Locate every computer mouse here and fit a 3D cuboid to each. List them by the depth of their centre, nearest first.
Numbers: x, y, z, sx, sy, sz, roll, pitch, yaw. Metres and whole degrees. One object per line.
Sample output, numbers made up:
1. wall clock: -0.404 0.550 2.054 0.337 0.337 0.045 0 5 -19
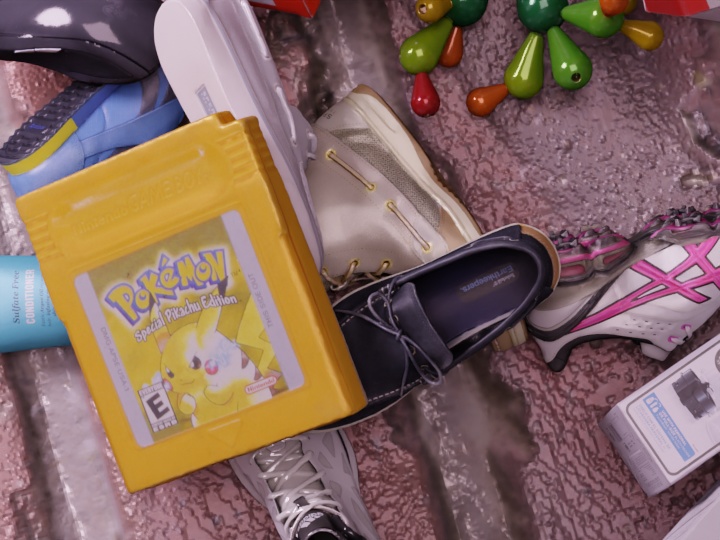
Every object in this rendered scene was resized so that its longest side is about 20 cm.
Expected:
1. computer mouse: -0.224 -0.147 1.666 0.199 0.046 0.141 17 63 22

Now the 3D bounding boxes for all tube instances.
1. tube: -0.209 0.020 1.688 0.198 0.050 0.078 -4 73 4

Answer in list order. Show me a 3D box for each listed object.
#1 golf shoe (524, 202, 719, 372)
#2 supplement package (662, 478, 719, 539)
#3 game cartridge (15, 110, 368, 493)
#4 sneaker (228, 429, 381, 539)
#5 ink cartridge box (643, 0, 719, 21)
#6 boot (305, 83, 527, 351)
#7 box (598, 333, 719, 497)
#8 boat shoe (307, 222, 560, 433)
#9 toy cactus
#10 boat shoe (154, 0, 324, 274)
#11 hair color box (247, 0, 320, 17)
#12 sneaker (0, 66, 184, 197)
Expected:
1. golf shoe: 0.202 0.008 1.688 0.198 0.073 0.093 -12 100 3
2. supplement package: 0.247 0.185 1.594 0.117 0.117 0.200 45 57 5
3. game cartridge: -0.107 0.019 1.612 0.175 0.032 0.201 -21 93 27
4. sneaker: -0.029 0.138 1.633 0.075 0.115 0.201 -29 82 -5
5. ink cartridge box: 0.204 -0.239 1.662 0.050 0.200 0.162 -25 81 23
6. boot: 0.000 0.000 1.679 0.154 0.072 0.201 -35 78 -7
7. box: 0.252 0.060 1.651 0.199 0.117 0.060 -34 83 -7
8. boat shoe: 0.033 0.035 1.612 0.199 0.062 0.075 -30 92 4
9. toy cactus: 0.106 -0.193 1.710 0.199 0.102 0.166 -23 72 4
10. boat shoe: -0.062 -0.084 1.641 0.068 0.072 0.201 -20 78 -37
11. hair color box: -0.046 -0.268 1.691 0.101 0.061 0.201 13 67 24
12. sneaker: -0.144 -0.104 1.705 0.200 0.066 0.079 -43 114 -15
